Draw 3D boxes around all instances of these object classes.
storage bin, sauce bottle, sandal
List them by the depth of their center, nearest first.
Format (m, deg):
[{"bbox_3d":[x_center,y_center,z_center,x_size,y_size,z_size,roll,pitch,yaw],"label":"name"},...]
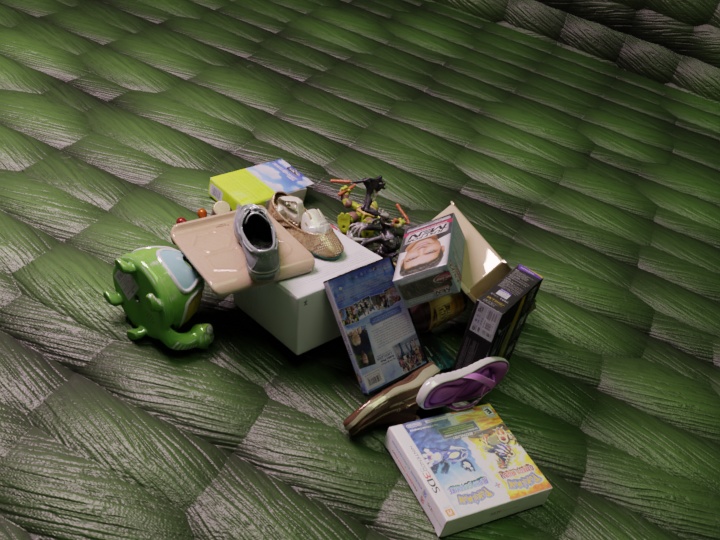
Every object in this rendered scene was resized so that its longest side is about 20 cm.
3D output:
[{"bbox_3d":[0.173,0.195,1.265,0.202,0.083,0.050,-11,42,-37],"label":"sandal"},{"bbox_3d":[0.115,0.080,1.418,0.066,0.066,0.200,38,41,28],"label":"sauce bottle"},{"bbox_3d":[0.229,-0.003,1.522,0.199,0.094,0.200,43,9,-48],"label":"storage bin"}]

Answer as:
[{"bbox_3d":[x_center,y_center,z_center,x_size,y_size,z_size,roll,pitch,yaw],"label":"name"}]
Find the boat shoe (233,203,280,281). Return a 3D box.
[{"bbox_3d":[-0.166,-0.065,1.280,0.070,0.072,0.201,-5,37,-15],"label":"boat shoe"}]

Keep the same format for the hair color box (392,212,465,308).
[{"bbox_3d":[0.123,-0.021,1.369,0.099,0.061,0.200,-19,24,19],"label":"hair color box"}]

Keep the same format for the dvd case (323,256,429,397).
[{"bbox_3d":[0.029,0.090,1.304,0.142,0.018,0.201,-21,92,-36],"label":"dvd case"}]

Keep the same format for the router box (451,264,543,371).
[{"bbox_3d":[0.232,0.107,1.357,0.052,0.200,0.157,31,38,23],"label":"router box"}]

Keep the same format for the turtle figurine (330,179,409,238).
[{"bbox_3d":[0.001,-0.123,1.688,0.200,0.064,0.161,31,28,3],"label":"turtle figurine"}]

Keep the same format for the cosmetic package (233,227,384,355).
[{"bbox_3d":[-0.090,0.023,1.384,0.199,0.123,0.200,-21,38,-35],"label":"cosmetic package"}]

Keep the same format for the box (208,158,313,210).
[{"bbox_3d":[-0.214,-0.177,1.700,0.200,0.048,0.122,-24,52,-41],"label":"box"}]

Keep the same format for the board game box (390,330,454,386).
[{"bbox_3d":[0.068,0.125,1.418,0.135,0.028,0.200,-8,43,-28],"label":"board game box"}]

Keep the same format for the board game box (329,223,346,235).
[{"bbox_3d":[-0.114,-0.047,1.585,0.095,0.030,0.200,28,40,16],"label":"board game box"}]

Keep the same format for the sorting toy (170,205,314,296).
[{"bbox_3d":[-0.201,-0.033,1.326,0.185,0.037,0.200,-17,41,-28],"label":"sorting toy"}]

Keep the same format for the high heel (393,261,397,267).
[{"bbox_3d":[0.000,0.000,1.471,0.142,0.072,0.200,20,-2,-1],"label":"high heel"}]

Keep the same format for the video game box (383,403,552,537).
[{"bbox_3d":[0.163,0.300,1.208,0.199,0.047,0.182,-8,43,-28],"label":"video game box"}]

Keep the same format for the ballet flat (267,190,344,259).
[{"bbox_3d":[-0.102,-0.087,1.385,0.070,0.065,0.200,-23,40,-37],"label":"ballet flat"}]

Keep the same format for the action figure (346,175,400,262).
[{"bbox_3d":[0.022,-0.083,1.552,0.102,0.201,0.119,-11,8,1],"label":"action figure"}]

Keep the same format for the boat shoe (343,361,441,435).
[{"bbox_3d":[0.067,0.220,1.259,0.202,0.075,0.075,-27,77,-31],"label":"boat shoe"}]

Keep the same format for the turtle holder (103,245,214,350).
[{"bbox_3d":[-0.319,0.039,1.296,0.185,0.141,0.132,33,38,26],"label":"turtle holder"}]

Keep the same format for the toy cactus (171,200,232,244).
[{"bbox_3d":[-0.256,-0.091,1.477,0.199,0.165,0.103,1,70,-9],"label":"toy cactus"}]
